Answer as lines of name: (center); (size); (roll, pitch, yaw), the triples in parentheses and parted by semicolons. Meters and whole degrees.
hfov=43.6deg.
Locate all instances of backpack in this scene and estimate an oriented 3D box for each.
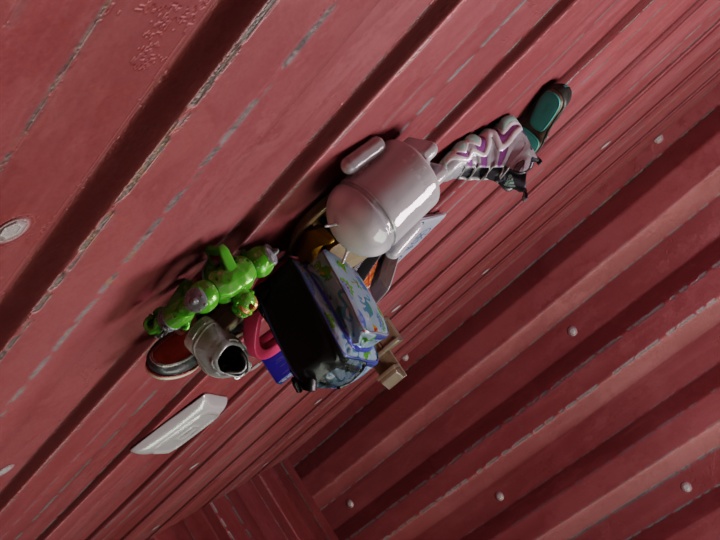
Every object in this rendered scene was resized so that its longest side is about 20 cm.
backpack: (-0.045, 0.077, 1.316); (0.145, 0.185, 0.200); (-34, 162, 7)

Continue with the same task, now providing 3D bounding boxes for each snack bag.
snack bag: (0.069, -0.048, 1.806); (0.188, 0.022, 0.199); (-44, 167, 28)

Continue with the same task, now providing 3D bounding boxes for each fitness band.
fitness band: (-0.132, 0.059, 1.422); (0.200, 0.037, 0.147); (-34, 139, -65)

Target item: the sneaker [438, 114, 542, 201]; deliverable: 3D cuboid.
sneaker: (0.229, -0.167, 1.520); (0.198, 0.141, 0.078); (-32, 168, -22)

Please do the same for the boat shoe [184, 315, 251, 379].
boat shoe: (-0.191, 0.124, 1.293); (0.072, 0.068, 0.201); (-48, 162, -16)

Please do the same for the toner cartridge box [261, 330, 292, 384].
toner cartridge box: (-0.108, 0.127, 1.777); (0.198, 0.096, 0.043); (-36, 169, -1)

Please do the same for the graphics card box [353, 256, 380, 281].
graphics card box: (-0.030, 0.022, 1.514); (0.202, 0.051, 0.125); (-54, -176, -12)

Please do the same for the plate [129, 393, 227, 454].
plate: (-0.382, 0.341, 1.948); (0.198, 0.033, 0.200); (-38, 169, -2)

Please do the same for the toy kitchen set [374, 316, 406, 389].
toy kitchen set: (0.023, 0.261, 2.495); (0.199, 0.165, 0.180); (-40, 167, 18)

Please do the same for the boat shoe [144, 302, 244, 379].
boat shoe: (-0.236, 0.092, 1.337); (0.198, 0.071, 0.063); (-31, 156, -40)

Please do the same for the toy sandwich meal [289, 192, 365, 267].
toy sandwich meal: (-0.024, -0.061, 1.364); (0.203, 0.071, 0.206); (-35, 168, -8)

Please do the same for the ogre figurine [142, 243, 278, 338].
ogre figurine: (-0.183, 0.018, 1.171); (0.196, 0.101, 0.119); (-11, 175, -31)

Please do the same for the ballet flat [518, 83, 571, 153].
ballet flat: (0.320, -0.261, 1.625); (0.068, 0.068, 0.200); (-37, 171, -41)

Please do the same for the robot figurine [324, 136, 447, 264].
robot figurine: (0.031, -0.099, 1.235); (0.200, 0.171, 0.112); (-43, -149, -19)

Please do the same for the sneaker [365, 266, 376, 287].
sneaker: (0.000, 0.000, 1.674); (0.200, 0.074, 0.076); (-46, 155, 25)

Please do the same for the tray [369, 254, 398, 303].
tray: (0.054, -0.045, 1.535); (0.107, 0.022, 0.204); (129, -19, -67)
